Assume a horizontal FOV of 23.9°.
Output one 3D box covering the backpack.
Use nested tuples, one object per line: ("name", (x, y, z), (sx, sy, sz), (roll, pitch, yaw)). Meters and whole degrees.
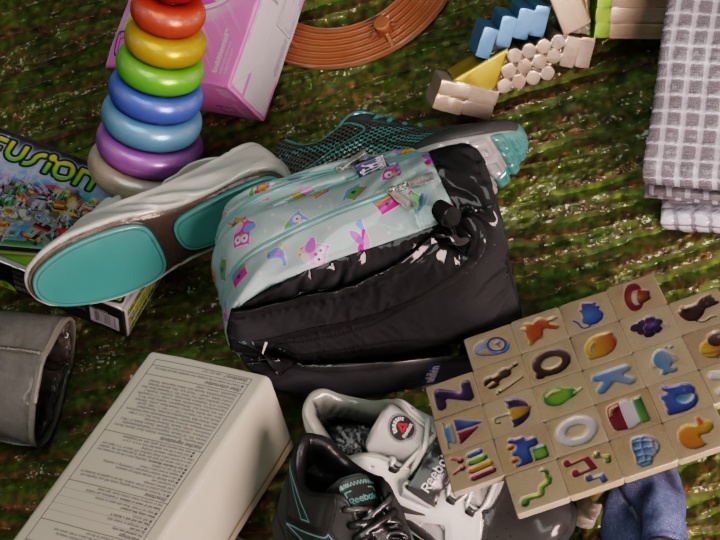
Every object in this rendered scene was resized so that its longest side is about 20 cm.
("backpack", (0.000, 0.000, 1.146), (0.198, 0.168, 0.127), (-16, 46, 3))

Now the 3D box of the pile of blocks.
("pile of blocks", (0.131, -0.181, 1.237), (0.198, 0.083, 0.062), (-25, 27, -1))

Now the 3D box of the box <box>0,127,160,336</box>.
("box", (-0.236, -0.036, 1.255), (0.198, 0.035, 0.111), (21, 56, 10))

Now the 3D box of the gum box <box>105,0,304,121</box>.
("gum box", (-0.103, -0.226, 1.308), (0.112, 0.066, 0.202), (12, 76, 26))

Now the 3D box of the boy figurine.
("boy figurine", (0.171, 0.116, 1.077), (0.064, 0.125, 0.201), (19, 43, -19))

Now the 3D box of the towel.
("towel", (0.284, -0.125, 1.166), (0.164, 0.086, 0.202), (5, 67, 18))

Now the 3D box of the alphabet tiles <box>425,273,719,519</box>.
("alphabet tiles", (0.142, 0.074, 1.053), (0.198, 0.006, 0.167), (-19, 36, 4))

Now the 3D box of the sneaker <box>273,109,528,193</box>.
("sneaker", (0.020, -0.083, 1.226), (0.198, 0.078, 0.092), (-16, 59, 6))

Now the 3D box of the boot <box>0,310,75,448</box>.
("boot", (-0.306, 0.034, 1.258), (0.198, 0.072, 0.184), (1, 78, 22))

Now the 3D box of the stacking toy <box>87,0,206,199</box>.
("stacking toy", (-0.140, -0.150, 1.208), (0.084, 0.202, 0.086), (10, 32, -7))

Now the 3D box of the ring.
("ring", (-0.016, -0.250, 1.342), (0.198, 0.019, 0.203), (-6, 65, 13))

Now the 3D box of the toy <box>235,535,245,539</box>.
("toy", (-0.119, 0.220, 1.134), (0.199, 0.047, 0.116), (25, 72, 23))

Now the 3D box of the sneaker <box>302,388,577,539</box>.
("sneaker", (0.042, 0.129, 1.092), (0.198, 0.089, 0.075), (15, 62, 30))

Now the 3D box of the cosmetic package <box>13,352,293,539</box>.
("cosmetic package", (-0.138, 0.153, 1.112), (0.103, 0.074, 0.201), (10, 47, 29))

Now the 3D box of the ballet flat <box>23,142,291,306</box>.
("ballet flat", (-0.142, -0.034, 1.195), (0.198, 0.070, 0.070), (-23, 62, -3))

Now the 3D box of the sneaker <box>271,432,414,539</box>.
("sneaker", (0.000, 0.175, 1.031), (0.075, 0.080, 0.200), (-11, 31, -28))
